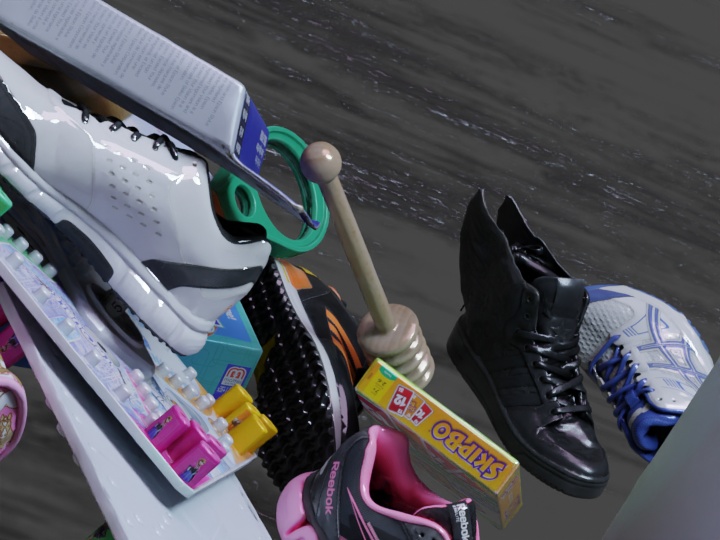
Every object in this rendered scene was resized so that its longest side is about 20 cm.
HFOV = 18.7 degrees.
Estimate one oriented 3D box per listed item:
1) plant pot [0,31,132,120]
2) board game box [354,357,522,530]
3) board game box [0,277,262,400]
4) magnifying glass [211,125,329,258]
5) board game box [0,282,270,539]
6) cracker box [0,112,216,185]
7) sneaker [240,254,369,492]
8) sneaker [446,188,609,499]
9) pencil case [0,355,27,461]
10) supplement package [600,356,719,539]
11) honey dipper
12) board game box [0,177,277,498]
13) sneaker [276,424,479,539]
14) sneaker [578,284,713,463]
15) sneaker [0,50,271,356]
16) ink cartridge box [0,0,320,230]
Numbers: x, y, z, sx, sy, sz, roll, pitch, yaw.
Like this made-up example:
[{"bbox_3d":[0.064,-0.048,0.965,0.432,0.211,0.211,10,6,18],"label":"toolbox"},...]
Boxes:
[{"bbox_3d":[-0.223,-0.146,1.315,0.200,0.028,0.200,20,22,-8],"label":"plant pot"},{"bbox_3d":[0.048,0.103,1.240,0.095,0.030,0.200,36,-5,11],"label":"board game box"},{"bbox_3d":[-0.172,0.003,1.289,0.200,0.045,0.152,12,29,-29],"label":"board game box"},{"bbox_3d":[-0.077,-0.038,1.277,0.200,0.022,0.080,-19,92,-61],"label":"magnifying glass"},{"bbox_3d":[-0.096,0.118,1.074,0.200,0.026,0.200,44,9,-47],"label":"board game box"},{"bbox_3d":[-0.202,-0.077,1.292,0.200,0.058,0.134,8,28,-33],"label":"cracker box"},{"bbox_3d":[-0.017,0.066,1.297,0.090,0.070,0.200,20,29,-32],"label":"sneaker"},{"bbox_3d":[0.115,0.046,1.412,0.060,0.104,0.200,5,35,-38],"label":"sneaker"},{"bbox_3d":[-0.222,0.011,1.031,0.200,0.083,0.087,61,1,34],"label":"pencil case"},{"bbox_3d":[0.243,0.189,1.185,0.147,0.192,0.200,15,30,-24],"label":"supplement package"},{"bbox_3d":[0.000,0.000,1.222,0.038,0.200,0.038,-10,49,12],"label":"honey dipper"},{"bbox_3d":[-0.126,0.023,1.123,0.200,0.026,0.200,51,5,4],"label":"board game box"},{"bbox_3d":[0.037,0.165,1.134,0.079,0.095,0.200,-7,53,-52],"label":"sneaker"},{"bbox_3d":[0.199,0.081,1.463,0.200,0.075,0.088,41,30,26],"label":"sneaker"},{"bbox_3d":[-0.125,-0.051,1.086,0.200,0.080,0.074,46,8,-23],"label":"sneaker"},{"bbox_3d":[-0.100,-0.094,1.162,0.200,0.041,0.200,32,-1,1],"label":"ink cartridge box"}]
